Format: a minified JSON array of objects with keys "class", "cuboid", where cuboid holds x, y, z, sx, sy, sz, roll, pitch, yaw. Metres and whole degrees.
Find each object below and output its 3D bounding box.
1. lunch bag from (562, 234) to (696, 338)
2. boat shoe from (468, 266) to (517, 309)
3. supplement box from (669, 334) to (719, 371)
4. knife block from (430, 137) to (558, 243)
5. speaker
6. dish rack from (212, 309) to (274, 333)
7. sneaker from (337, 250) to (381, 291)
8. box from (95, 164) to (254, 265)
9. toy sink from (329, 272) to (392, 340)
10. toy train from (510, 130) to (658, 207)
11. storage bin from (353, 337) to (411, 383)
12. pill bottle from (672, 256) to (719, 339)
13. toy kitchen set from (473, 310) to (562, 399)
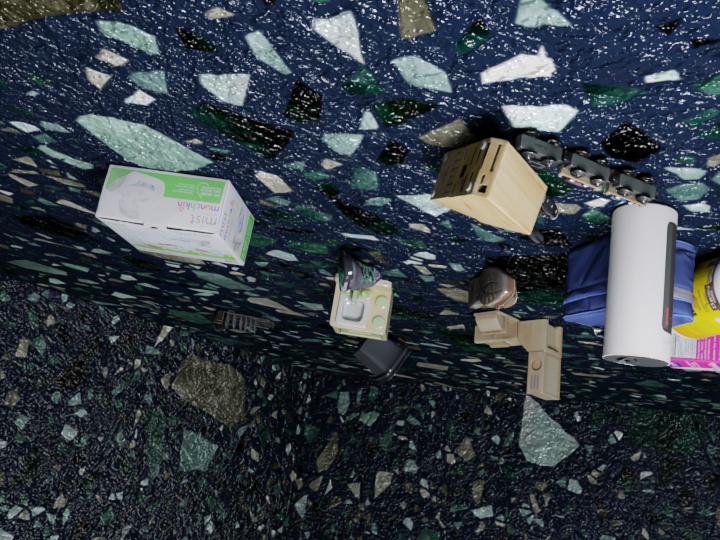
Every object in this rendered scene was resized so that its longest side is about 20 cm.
[{"class":"lunch bag","cuboid":[0.396,0.033,1.010,0.136,0.133,0.200,13,165,-12]},{"class":"boat shoe","cuboid":[0.259,0.036,1.251,0.072,0.076,0.200,7,175,-5]},{"class":"supplement box","cuboid":[0.688,0.136,1.268,0.200,0.104,0.101,0,164,39]},{"class":"knife block","cuboid":[0.180,-0.083,0.777,0.175,0.064,0.200,19,179,-13]},{"class":"speaker","cuboid":[0.356,0.020,0.851,0.081,0.201,0.081,9,166,2]},{"class":"dish rack","cuboid":[-0.393,0.180,2.259,0.199,0.055,0.153,11,166,-5]},{"class":"sneaker","cuboid":[0.000,0.000,1.312,0.087,0.075,0.200,-3,175,-3]},{"class":"box","cuboid":[-0.298,-0.086,1.099,0.199,0.097,0.177,8,165,7]},{"class":"toy sink","cuboid":[0.003,0.092,1.537,0.130,0.112,0.200,8,165,5]},{"class":"toy train","cuboid":[0.254,-0.111,0.755,0.200,0.034,0.046,16,168,-19]},{"class":"storage bin","cuboid":[0.065,0.262,2.141,0.134,0.146,0.200,38,164,0]},{"class":"pill bottle","cuboid":[0.527,0.043,1.004,0.109,0.110,0.200,11,165,-5]},{"class":"toy kitchen set","cuboid":[0.348,0.203,1.589,0.200,0.181,0.163,-11,154,44]}]
